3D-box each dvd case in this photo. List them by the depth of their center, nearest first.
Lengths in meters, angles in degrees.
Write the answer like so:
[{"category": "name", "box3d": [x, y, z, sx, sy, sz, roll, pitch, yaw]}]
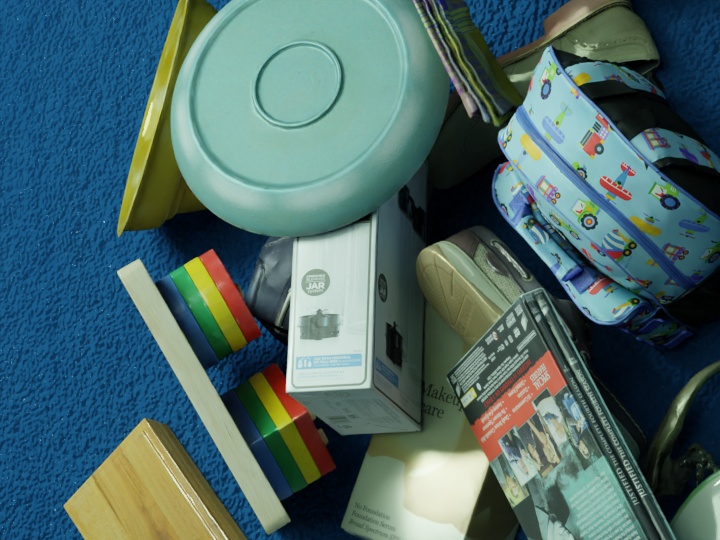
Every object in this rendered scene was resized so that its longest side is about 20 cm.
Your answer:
[{"category": "dvd case", "box3d": [0.128, 0.126, 1.409, 0.201, 0.022, 0.146, 64, 155, 14]}]

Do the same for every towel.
[{"category": "towel", "box3d": [0.056, -0.186, 1.504, 0.023, 0.144, 0.201, -26, 88, 14]}]

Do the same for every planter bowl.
[{"category": "planter bowl", "box3d": [-0.121, -0.111, 1.708, 0.083, 0.200, 0.202, 16, 83, -9]}]

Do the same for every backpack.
[{"category": "backpack", "box3d": [0.166, -0.051, 1.459, 0.135, 0.200, 0.183, -45, 66, 12]}]

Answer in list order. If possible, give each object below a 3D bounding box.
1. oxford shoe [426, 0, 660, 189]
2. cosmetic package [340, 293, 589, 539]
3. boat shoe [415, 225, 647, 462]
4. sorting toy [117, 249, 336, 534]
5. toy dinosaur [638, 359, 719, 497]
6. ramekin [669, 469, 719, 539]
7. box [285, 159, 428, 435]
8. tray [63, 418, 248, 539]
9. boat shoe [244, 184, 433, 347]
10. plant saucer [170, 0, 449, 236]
[{"category": "oxford shoe", "box3d": [0.123, -0.116, 1.592, 0.200, 0.071, 0.074, -41, 62, 16]}, {"category": "cosmetic package", "box3d": [0.073, 0.105, 1.556, 0.105, 0.071, 0.202, 15, 84, 34]}, {"category": "boat shoe", "box3d": [0.122, 0.047, 1.470, 0.065, 0.072, 0.200, -36, 71, -26]}, {"category": "sorting toy", "box3d": [-0.086, 0.079, 1.566, 0.069, 0.199, 0.201, -30, 87, -5]}, {"category": "toy dinosaur", "box3d": [0.193, 0.137, 1.469, 0.047, 0.088, 0.201, 33, 96, -8]}, {"category": "ramekin", "box3d": [0.276, 0.206, 1.385, 0.199, 0.097, 0.202, -10, 71, 30]}, {"category": "box", "box3d": [0.000, 0.000, 1.517, 0.060, 0.117, 0.202, -5, 69, 18]}, {"category": "tray", "box3d": [-0.137, 0.217, 1.676, 0.099, 0.037, 0.200, -47, 58, 12]}, {"category": "boat shoe", "box3d": [-0.018, -0.033, 1.650, 0.092, 0.075, 0.201, 23, 87, 31]}, {"category": "plant saucer", "box3d": [-0.039, -0.120, 1.495, 0.198, 0.027, 0.202, -7, 66, 17]}]
